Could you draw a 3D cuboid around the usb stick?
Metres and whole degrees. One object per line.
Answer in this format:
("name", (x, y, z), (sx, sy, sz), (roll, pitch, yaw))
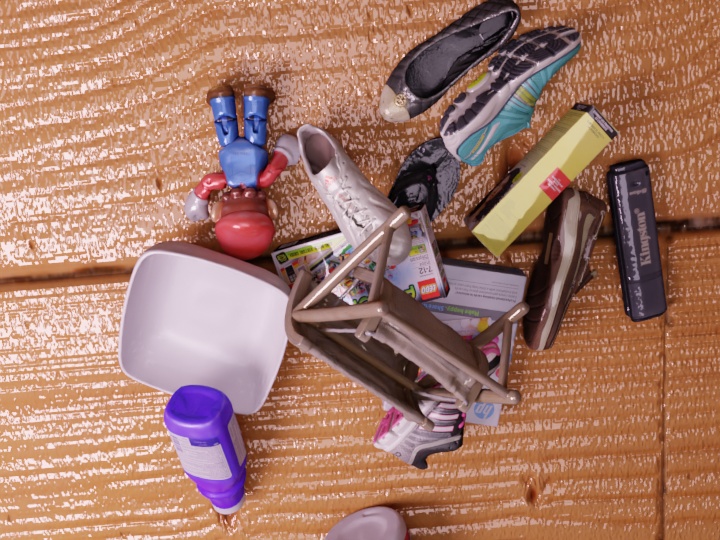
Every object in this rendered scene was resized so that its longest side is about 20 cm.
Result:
("usb stick", (0.346, -0.035, 1.000), (0.054, 0.033, 0.204), (-12, 103, 2))

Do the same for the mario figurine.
("mario figurine", (-0.142, -0.115, 0.961), (0.122, 0.105, 0.205), (3, 95, 35))

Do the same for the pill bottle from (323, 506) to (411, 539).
("pill bottle", (0.034, 0.433, 1.064), (0.118, 0.120, 0.203), (-20, 104, 4))

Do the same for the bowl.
("bowl", (-0.184, 0.060, 0.973), (0.196, 0.075, 0.203), (18, 120, -5))

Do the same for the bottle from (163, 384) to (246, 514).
("bottle", (-0.184, 0.230, 1.001), (0.082, 0.066, 0.202), (7, 133, 16))

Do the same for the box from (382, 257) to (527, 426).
("box", (0.117, 0.089, 1.022), (0.153, 0.041, 0.204), (9, 104, -3))

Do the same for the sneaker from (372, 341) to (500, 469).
("sneaker", (0.109, 0.170, 0.985), (0.087, 0.074, 0.200), (42, 104, -11))

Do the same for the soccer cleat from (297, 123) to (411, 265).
("soccer cleat", (-0.014, -0.086, 0.911), (0.069, 0.077, 0.201), (-39, 63, 7))

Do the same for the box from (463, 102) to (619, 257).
("box", (0.212, -0.110, 0.958), (0.050, 0.075, 0.200), (42, 98, -11))

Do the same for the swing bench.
("swing bench", (0.043, 0.070, 0.866), (0.198, 0.131, 0.199), (34, 140, -24))

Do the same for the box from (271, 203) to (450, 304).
("box", (0.000, 0.000, 0.972), (0.197, 0.035, 0.112), (-15, 102, 19))

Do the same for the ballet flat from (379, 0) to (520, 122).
("ballet flat", (0.099, -0.247, 0.930), (0.199, 0.057, 0.067), (-40, 101, 8))

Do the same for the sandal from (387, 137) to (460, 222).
("sandal", (0.055, -0.070, 0.976), (0.075, 0.048, 0.202), (36, 101, -8))

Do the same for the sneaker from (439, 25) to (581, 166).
("sneaker", (0.180, -0.208, 0.945), (0.200, 0.078, 0.080), (-42, 127, 7))

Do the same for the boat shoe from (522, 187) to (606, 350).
("boat shoe", (0.258, 0.004, 0.988), (0.073, 0.075, 0.206), (9, 103, -10))
